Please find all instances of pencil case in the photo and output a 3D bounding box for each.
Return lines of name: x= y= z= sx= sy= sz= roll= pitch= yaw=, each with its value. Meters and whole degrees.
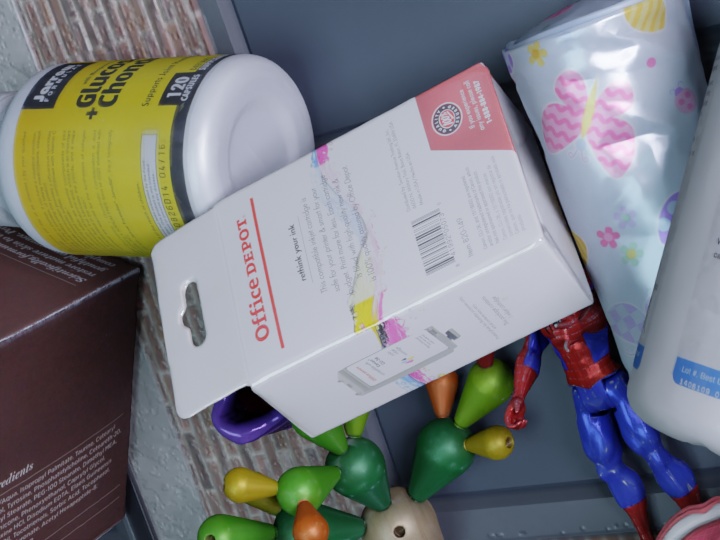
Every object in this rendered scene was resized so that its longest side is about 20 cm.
pencil case: x=0.142 y=-0.037 z=0.761 sx=0.090 sy=0.083 sz=0.201 roll=-20 pitch=98 yaw=25

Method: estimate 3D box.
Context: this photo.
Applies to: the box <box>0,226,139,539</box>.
box: x=-0.257 y=0.086 z=1.022 sx=0.165 sy=0.164 sz=0.201 roll=22 pitch=120 yaw=25

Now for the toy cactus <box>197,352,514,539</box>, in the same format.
toy cactus: x=0.014 y=0.126 z=0.895 sx=0.102 sy=0.200 sz=0.165 roll=43 pitch=168 yaw=50

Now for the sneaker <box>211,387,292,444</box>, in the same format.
sneaker: x=-0.024 y=0.028 z=0.896 sx=0.081 sy=0.083 sz=0.200 roll=37 pitch=123 yaw=14

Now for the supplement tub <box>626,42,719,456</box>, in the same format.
supplement tub: x=0.196 y=-0.019 z=0.663 sx=0.131 sy=0.132 sz=0.201 roll=18 pitch=95 yaw=26

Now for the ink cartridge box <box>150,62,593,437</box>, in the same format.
ink cartridge box: x=0.000 y=0.000 z=0.788 sx=0.199 sy=0.067 sz=0.117 roll=-26 pitch=52 yaw=16

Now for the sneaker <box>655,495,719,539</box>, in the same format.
sneaker: x=0.231 y=0.129 z=0.747 sx=0.199 sy=0.087 sz=0.074 roll=-27 pitch=96 yaw=17

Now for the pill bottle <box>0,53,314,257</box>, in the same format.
pill bottle: x=-0.134 y=-0.064 z=0.911 sx=0.199 sy=0.112 sz=0.113 roll=2 pitch=111 yaw=32

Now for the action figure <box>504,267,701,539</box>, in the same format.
action figure: x=0.118 y=0.078 z=0.820 sx=0.065 sy=0.099 sz=0.201 roll=-19 pitch=96 yaw=36
